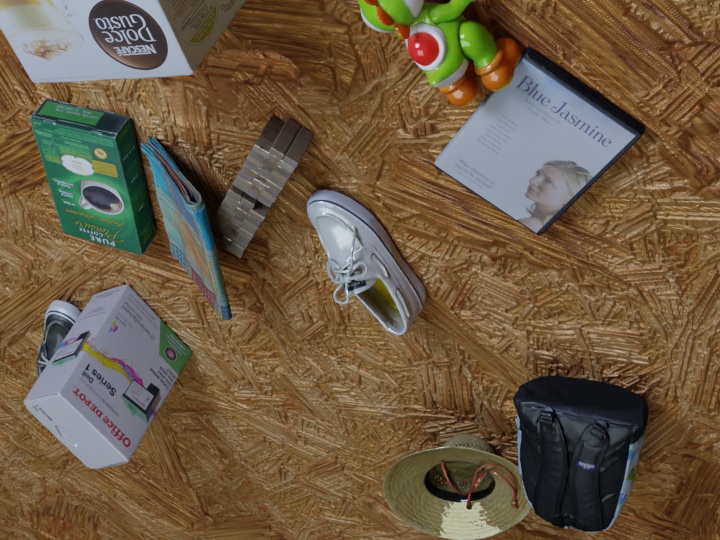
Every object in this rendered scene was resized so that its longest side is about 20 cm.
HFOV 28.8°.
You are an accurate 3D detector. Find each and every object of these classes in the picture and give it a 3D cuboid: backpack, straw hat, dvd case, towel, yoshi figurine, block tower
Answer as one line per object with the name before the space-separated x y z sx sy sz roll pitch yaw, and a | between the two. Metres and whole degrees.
backpack | 0.267 0.225 1.698 0.162 0.154 0.201 8 116 19
straw hat | 0.133 0.263 1.847 0.199 0.085 0.202 6 134 6
dvd case | 0.179 -0.127 1.440 0.142 0.018 0.200 33 141 -6
towel | -0.209 -0.047 1.688 0.147 0.022 0.201 49 157 39
yoshi figurine | 0.059 -0.251 1.334 0.200 0.113 0.112 36 -177 -32
block tower | -0.119 -0.097 1.617 0.054 0.058 0.200 31 139 -5

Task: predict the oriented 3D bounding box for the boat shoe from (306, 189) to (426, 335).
boat shoe | -0.003 0.002 1.633 0.074 0.086 0.202 -12 127 39

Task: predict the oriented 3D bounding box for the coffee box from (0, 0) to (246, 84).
coffee box | -0.230 -0.314 1.322 0.198 0.201 0.198 2 135 29

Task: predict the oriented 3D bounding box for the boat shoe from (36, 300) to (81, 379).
boat shoe | -0.431 0.126 2.030 0.072 0.071 0.201 20 140 9

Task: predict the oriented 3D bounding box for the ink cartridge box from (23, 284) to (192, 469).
ink cartridge box | -0.337 0.144 1.894 0.084 0.201 0.145 -15 126 41

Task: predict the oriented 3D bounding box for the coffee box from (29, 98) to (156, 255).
coffee box | -0.326 -0.113 1.727 0.122 0.044 0.201 13 139 18
